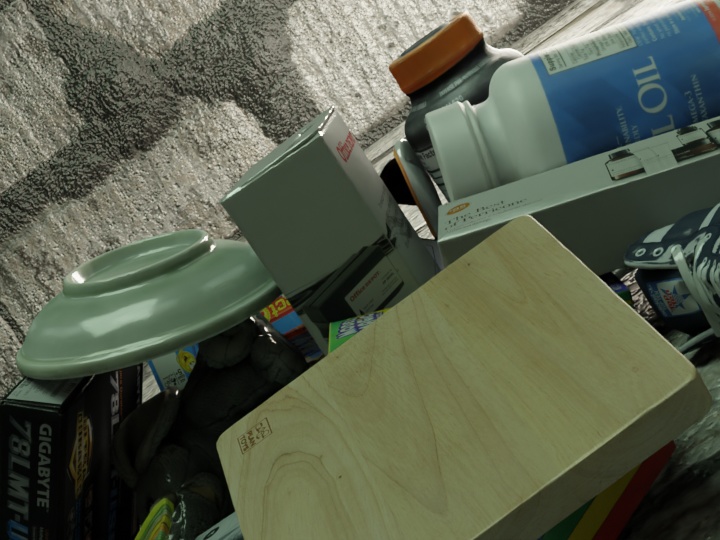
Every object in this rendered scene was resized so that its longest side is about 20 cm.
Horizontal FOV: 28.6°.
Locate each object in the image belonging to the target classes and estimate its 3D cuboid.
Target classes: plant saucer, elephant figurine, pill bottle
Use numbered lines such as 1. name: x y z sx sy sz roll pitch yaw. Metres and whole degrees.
1. plant saucer: -0.148 0.013 0.973 0.198 0.051 0.200 -17 14 4
2. elephant figurine: -0.112 0.132 0.991 0.201 0.141 0.155 -51 -20 -1
3. pill bottle: 0.146 -0.090 0.888 0.198 0.113 0.112 -19 10 3
4. pill bottle: 0.102 -0.086 1.025 0.106 0.201 0.106 -33 9 6

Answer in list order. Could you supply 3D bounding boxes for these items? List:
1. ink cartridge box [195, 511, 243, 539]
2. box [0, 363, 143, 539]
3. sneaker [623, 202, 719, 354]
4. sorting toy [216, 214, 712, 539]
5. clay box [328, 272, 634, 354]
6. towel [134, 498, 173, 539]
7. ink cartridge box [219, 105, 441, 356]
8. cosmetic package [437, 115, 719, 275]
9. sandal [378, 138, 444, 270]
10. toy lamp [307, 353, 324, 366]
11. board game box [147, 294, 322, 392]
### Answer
1. ink cartridge box: -0.029 0.156 0.781 0.199 0.041 0.200 -34 9 12
2. box: -0.206 0.151 1.027 0.049 0.203 0.199 7 17 8
3. sneaker: 0.179 0.007 0.669 0.108 0.071 0.200 -26 5 22
4. sorting toy: 0.045 0.088 0.643 0.198 0.070 0.200 -36 24 1
5. clay box: 0.055 0.044 0.822 0.197 0.048 0.115 -14 10 1
6. towel: -0.140 0.207 0.799 0.087 0.018 0.200 -61 9 15
7. ink cartridge box: 0.000 0.000 0.963 0.084 0.201 0.145 -32 9 9
8. cosmetic package: 0.143 -0.036 0.801 0.198 0.051 0.083 -18 13 8
9. sandal: 0.044 -0.022 1.098 0.059 0.080 0.207 -23 -29 3
10. toy lamp: -0.014 0.071 1.128 0.199 0.058 0.058 -34 8 30
11. board game box: -0.058 0.040 1.186 0.194 0.056 0.200 -28 -11 12
